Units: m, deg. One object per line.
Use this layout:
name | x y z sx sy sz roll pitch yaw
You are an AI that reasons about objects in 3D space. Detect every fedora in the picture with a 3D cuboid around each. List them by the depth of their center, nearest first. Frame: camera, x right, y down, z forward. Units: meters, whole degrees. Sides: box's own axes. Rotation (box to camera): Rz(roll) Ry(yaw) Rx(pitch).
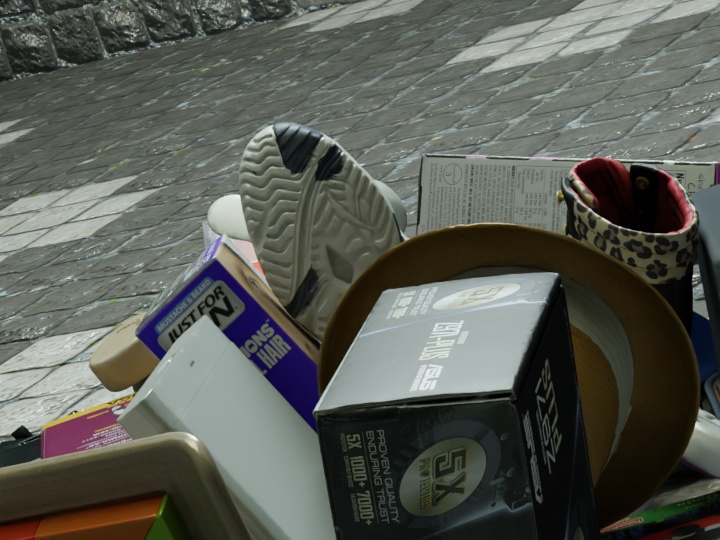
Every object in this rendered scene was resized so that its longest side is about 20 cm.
fedora | 0.066 0.074 1.284 0.199 0.201 0.082 -12 33 21

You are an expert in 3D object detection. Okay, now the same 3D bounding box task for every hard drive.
hard drive | -0.028 0.119 1.308 0.026 0.200 0.132 -41 6 18

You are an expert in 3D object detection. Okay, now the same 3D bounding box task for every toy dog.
toy dog | -0.063 0.026 1.564 0.199 0.133 0.096 -21 18 -10

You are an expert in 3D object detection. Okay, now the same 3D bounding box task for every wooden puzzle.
wooden puzzle | -0.125 0.167 1.270 0.199 0.186 0.037 -10 32 24

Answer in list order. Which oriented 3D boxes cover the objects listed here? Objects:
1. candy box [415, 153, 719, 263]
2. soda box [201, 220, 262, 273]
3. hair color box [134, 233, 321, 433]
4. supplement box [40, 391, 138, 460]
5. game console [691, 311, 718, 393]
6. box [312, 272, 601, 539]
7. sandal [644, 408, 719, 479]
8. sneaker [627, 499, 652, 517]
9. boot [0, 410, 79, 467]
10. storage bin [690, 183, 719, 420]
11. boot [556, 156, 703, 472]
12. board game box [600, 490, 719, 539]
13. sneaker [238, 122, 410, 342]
candy box | 0.152 -0.038 1.667 0.199 0.061 0.136 4 0 29
soda box | -0.051 0.056 1.642 0.063 0.070 0.201 -14 50 5
hair color box | -0.027 0.077 1.430 0.065 0.200 0.109 -44 5 5
supplement box | -0.101 0.147 1.423 0.103 0.132 0.200 -18 14 -2
game console | 0.106 0.087 1.652 0.170 0.119 0.200 32 42 30
box | 0.050 0.121 1.162 0.085 0.201 0.164 -6 15 13
sandal | 0.126 0.073 1.394 0.082 0.050 0.202 23 5 -34
sneaker | 0.108 0.097 1.473 0.080 0.071 0.201 -4 33 -4
boot | -0.158 0.122 1.727 0.161 0.074 0.198 -16 6 -7
storage bin | 0.249 0.023 1.479 0.145 0.135 0.200 -16 14 5
boot | 0.136 0.007 1.525 0.073 0.152 0.200 -13 30 -15
board game box | 0.191 0.145 1.262 0.150 0.037 0.200 -17 14 4
sneaker | 0.000 0.000 1.460 0.079 0.199 0.130 -43 13 3
